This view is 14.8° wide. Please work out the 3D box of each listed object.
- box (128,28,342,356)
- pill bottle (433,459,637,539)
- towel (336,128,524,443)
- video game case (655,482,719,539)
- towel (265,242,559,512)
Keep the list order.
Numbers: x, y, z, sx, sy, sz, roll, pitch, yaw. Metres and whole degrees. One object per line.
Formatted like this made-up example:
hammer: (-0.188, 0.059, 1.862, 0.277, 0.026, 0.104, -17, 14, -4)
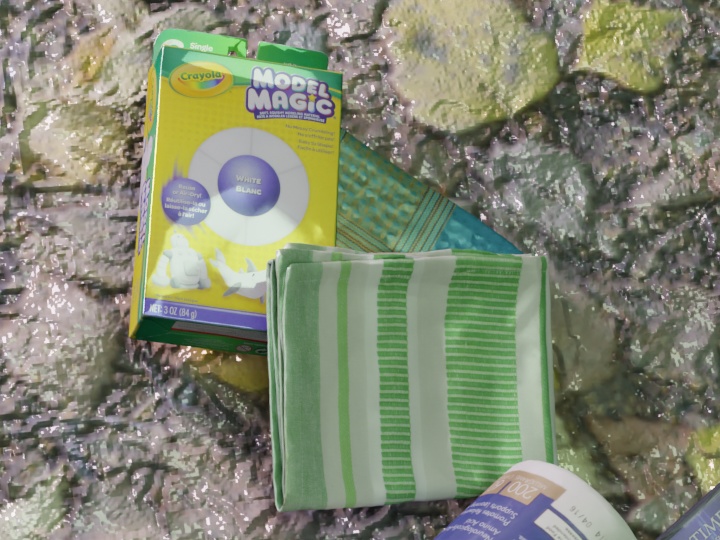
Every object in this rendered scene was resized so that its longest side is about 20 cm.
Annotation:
box: (-0.071, -0.052, 1.642, 0.117, 0.048, 0.200, 7, 67, -14)
pill bottle: (0.062, 0.209, 1.569, 0.111, 0.111, 0.200, 47, 64, 4)
towel: (0.000, 0.000, 1.679, 0.200, 0.022, 0.147, 34, 64, -1)
video game case: (0.263, 0.224, 1.677, 0.143, 0.019, 0.200, -38, 83, -26)
towel: (0.033, 0.060, 1.621, 0.200, 0.023, 0.153, 0, 85, -36)
